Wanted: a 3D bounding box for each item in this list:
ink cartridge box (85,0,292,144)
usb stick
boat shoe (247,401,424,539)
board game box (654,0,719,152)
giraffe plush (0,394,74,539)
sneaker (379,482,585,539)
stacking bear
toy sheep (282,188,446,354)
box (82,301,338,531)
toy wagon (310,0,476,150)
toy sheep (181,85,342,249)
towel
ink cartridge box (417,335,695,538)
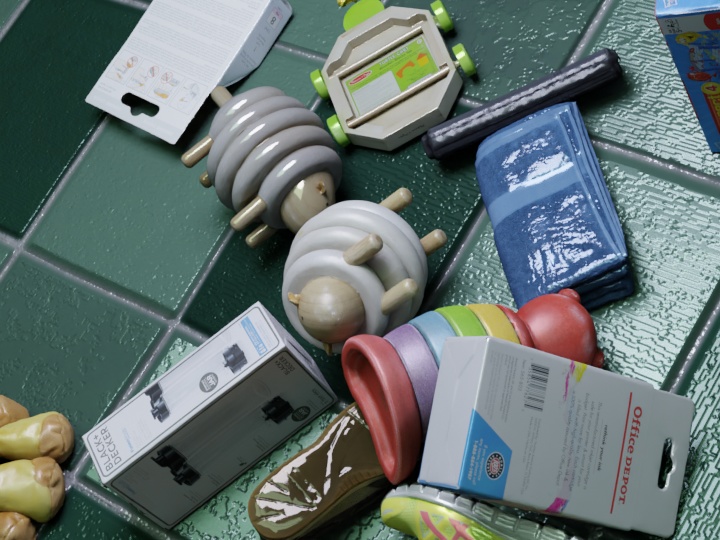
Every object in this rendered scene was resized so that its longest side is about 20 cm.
[{"bbox_3d":[-0.188,-0.236,1.599,0.162,0.057,0.201,26,84,37],"label":"ink cartridge box"},{"bbox_3d":[0.151,-0.155,1.361,0.199,0.055,0.033,-24,96,14],"label":"usb stick"},{"bbox_3d":[-0.009,0.165,1.236,0.199,0.065,0.073,-30,68,-15],"label":"boat shoe"},{"bbox_3d":[0.309,-0.238,1.234,0.055,0.196,0.201,-3,59,26],"label":"board game box"},{"bbox_3d":[-0.394,0.176,1.371,0.198,0.162,0.174,-6,59,24],"label":"giraffe plush"},{"bbox_3d":[0.091,0.228,1.141,0.199,0.078,0.091,14,78,37],"label":"sneaker"},{"bbox_3d":[0.100,0.077,1.190,0.198,0.114,0.122,-18,67,-15],"label":"stacking bear"},{"bbox_3d":[0.000,0.000,1.282,0.137,0.139,0.200,-5,23,25],"label":"toy sheep"},{"bbox_3d":[-0.132,0.131,1.291,0.200,0.117,0.060,-38,51,3],"label":"box"},{"bbox_3d":[0.026,-0.213,1.469,0.154,0.040,0.201,-28,51,10],"label":"toy wagon"},{"bbox_3d":[-0.092,-0.109,1.410,0.138,0.138,0.200,-39,68,0],"label":"toy sheep"},{"bbox_3d":[0.167,-0.053,1.290,0.111,0.049,0.201,-23,53,14],"label":"towel"},{"bbox_3d":[0.153,0.130,1.117,0.068,0.199,0.116,-8,67,63],"label":"ink cartridge box"}]
